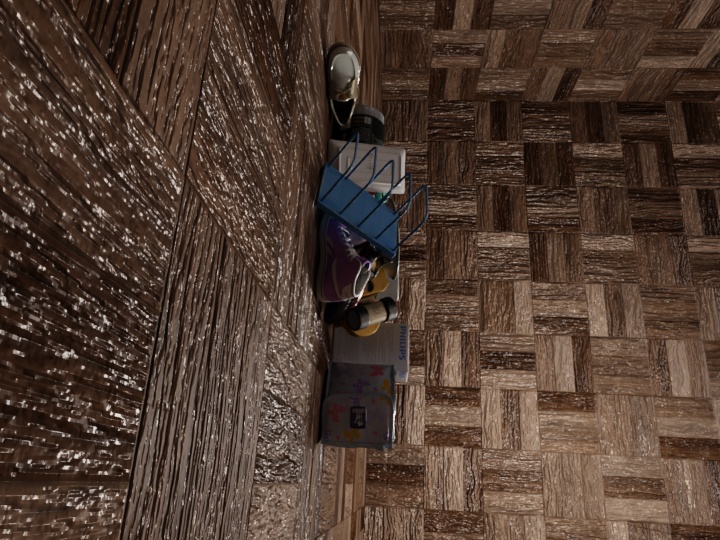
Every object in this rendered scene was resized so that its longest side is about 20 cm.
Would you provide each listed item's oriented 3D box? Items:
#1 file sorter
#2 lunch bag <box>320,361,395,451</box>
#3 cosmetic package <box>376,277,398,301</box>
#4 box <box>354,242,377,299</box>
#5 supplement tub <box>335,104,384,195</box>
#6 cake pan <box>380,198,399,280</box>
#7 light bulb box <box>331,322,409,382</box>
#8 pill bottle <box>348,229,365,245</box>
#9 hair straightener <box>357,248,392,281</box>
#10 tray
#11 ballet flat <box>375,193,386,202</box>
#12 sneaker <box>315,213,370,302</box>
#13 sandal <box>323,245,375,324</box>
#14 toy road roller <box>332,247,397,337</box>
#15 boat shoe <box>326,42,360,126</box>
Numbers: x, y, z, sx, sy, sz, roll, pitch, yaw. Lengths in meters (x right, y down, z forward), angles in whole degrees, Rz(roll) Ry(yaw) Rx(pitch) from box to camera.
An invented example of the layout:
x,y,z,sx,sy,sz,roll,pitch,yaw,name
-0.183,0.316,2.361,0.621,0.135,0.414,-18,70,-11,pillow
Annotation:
x,y,z,sx,sy,sz,roll,pitch,yaw,name
0.028,-0.154,1.127,0.123,0.199,0.140,-41,-153,34,file sorter
-0.001,0.314,1.293,0.201,0.167,0.129,-82,174,-51,lunch bag
0.047,-0.025,1.853,0.165,0.162,0.203,-81,172,-66,cosmetic package
0.000,0.000,1.519,0.194,0.047,0.203,109,-28,-60,box
-0.004,-0.286,1.364,0.123,0.120,0.203,79,13,-71,supplement tub
0.063,-0.077,1.394,0.200,0.036,0.204,178,-90,-84,cake pan
0.032,0.222,1.514,0.199,0.196,0.127,80,12,-71,light bulb box
-0.014,-0.117,1.321,0.200,0.112,0.116,-41,132,-84,pill bottle
-0.007,0.003,1.182,0.041,0.198,0.078,17,72,-41,hair straightener
0.020,-0.236,1.284,0.022,0.197,0.109,-179,-91,-65,tray
0.049,-0.267,1.595,0.070,0.067,0.203,-32,118,-31,ballet flat
-0.024,-0.037,1.143,0.072,0.113,0.204,21,66,-54,sneaker
-0.013,0.036,1.227,0.075,0.045,0.201,-1,-127,55,sandal
-0.016,0.059,1.343,0.145,0.122,0.203,-26,-101,52,toy road roller
-0.035,-0.399,1.222,0.201,0.073,0.069,84,3,-65,boat shoe
